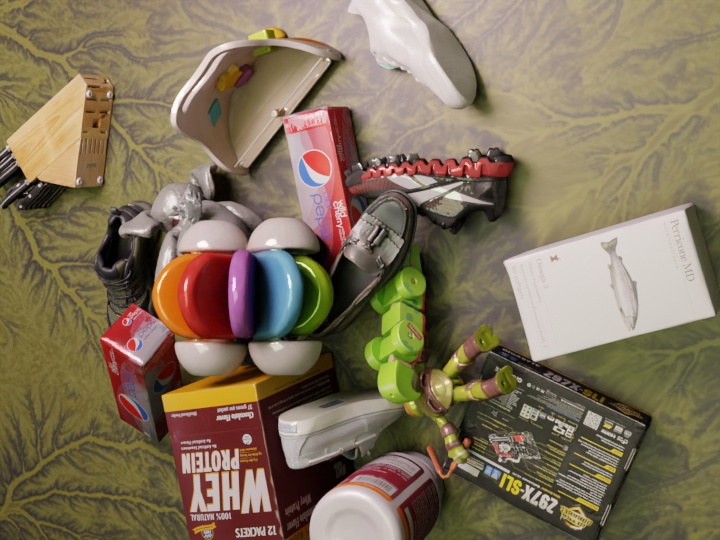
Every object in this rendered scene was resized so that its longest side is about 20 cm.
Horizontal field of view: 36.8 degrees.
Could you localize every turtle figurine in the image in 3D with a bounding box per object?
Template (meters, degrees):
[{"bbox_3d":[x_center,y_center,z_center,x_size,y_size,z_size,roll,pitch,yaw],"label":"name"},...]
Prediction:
[{"bbox_3d":[0.096,0.126,1.251,0.161,0.064,0.202,-37,59,39],"label":"turtle figurine"}]

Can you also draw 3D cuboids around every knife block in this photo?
[{"bbox_3d":[-0.434,-0.176,1.473,0.174,0.064,0.202,13,101,20],"label":"knife block"}]

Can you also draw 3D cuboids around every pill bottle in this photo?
[{"bbox_3d":[0.028,0.279,1.259,0.112,0.200,0.114,3,97,22],"label":"pill bottle"}]

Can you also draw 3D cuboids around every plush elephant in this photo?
[{"bbox_3d":[-0.207,-0.046,1.355,0.164,0.155,0.201,-31,127,-12],"label":"plush elephant"}]

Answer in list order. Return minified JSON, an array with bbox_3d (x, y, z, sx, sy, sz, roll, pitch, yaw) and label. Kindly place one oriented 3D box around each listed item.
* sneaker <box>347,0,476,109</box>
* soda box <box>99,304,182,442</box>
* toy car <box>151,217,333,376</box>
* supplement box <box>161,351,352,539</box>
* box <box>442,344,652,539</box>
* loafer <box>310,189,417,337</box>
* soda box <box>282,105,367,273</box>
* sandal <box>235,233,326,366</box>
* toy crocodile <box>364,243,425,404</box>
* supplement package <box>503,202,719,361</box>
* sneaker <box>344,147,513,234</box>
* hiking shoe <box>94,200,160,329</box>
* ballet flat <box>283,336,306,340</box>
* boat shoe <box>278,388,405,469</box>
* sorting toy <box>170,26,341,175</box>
[{"bbox_3d":[0.057,-0.257,1.266,0.088,0.075,0.201,-42,74,34],"label":"sneaker"},{"bbox_3d":[-0.274,0.134,1.376,0.070,0.064,0.201,29,146,16],"label":"soda box"},{"bbox_3d":[-0.133,0.027,1.193,0.198,0.150,0.177,-1,84,11],"label":"toy car"},{"bbox_3d":[-0.116,0.222,1.312,0.132,0.197,0.202,-10,93,25],"label":"supplement box"},{"bbox_3d":[0.214,0.200,1.255,0.199,0.049,0.161,24,107,18],"label":"box"},{"bbox_3d":[0.000,0.000,1.238,0.072,0.063,0.201,35,116,9],"label":"loafer"},{"bbox_3d":[-0.035,-0.095,1.313,0.063,0.070,0.202,-9,94,24],"label":"soda box"},{"bbox_3d":[-0.114,0.036,1.295,0.075,0.048,0.201,31,113,-4],"label":"sandal"},{"bbox_3d":[0.050,0.058,1.258,0.067,0.061,0.201,-36,38,43],"label":"toy crocodile"},{"bbox_3d":[0.275,0.012,1.171,0.198,0.117,0.118,-17,89,23],"label":"supplement package"},{"bbox_3d":[0.079,-0.089,1.256,0.198,0.071,0.099,-1,99,10],"label":"sneaker"},{"bbox_3d":[-0.320,0.009,1.427,0.075,0.101,0.202,8,99,22],"label":"hiking shoe"},{"bbox_3d":[-0.109,0.075,1.364,0.199,0.071,0.071,-37,82,19],"label":"ballet flat"},{"bbox_3d":[-0.017,0.187,1.275,0.070,0.200,0.072,5,101,45],"label":"boat shoe"},{"bbox_3d":[-0.148,-0.219,1.287,0.107,0.180,0.200,46,110,11],"label":"sorting toy"}]
